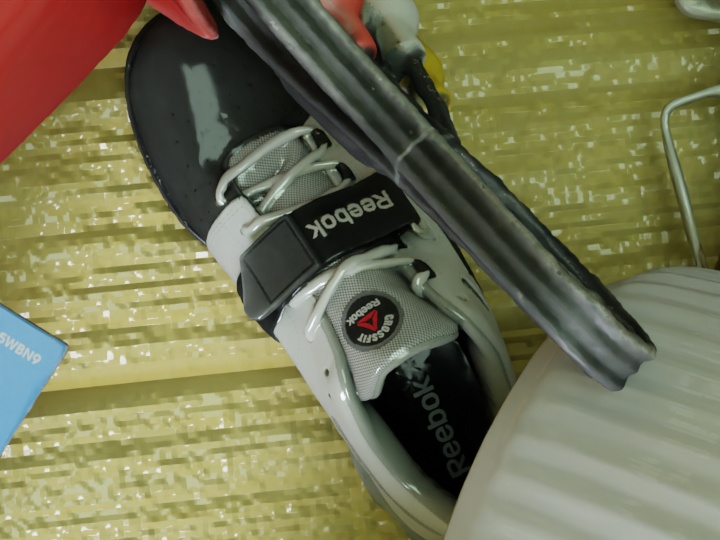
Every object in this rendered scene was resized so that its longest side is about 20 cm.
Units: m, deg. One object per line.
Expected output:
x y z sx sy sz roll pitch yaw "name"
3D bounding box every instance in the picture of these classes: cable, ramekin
0.018 -0.048 0.747 0.050 0.200 0.097 -45 134 0 "cable"
0.099 0.093 0.778 0.105 0.200 0.201 21 87 25 "ramekin"

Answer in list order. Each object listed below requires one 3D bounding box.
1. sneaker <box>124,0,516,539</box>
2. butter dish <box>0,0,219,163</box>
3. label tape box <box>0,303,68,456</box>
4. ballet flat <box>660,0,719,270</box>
0.000 0.000 0.813 0.074 0.089 0.200 -36 95 -5 "sneaker"
-0.154 -0.081 0.720 0.200 0.199 0.148 34 89 1 "butter dish"
-0.199 0.069 0.793 0.144 0.063 0.201 33 86 -8 "label tape box"
0.126 -0.068 0.844 0.063 0.069 0.201 -1 90 6 "ballet flat"
